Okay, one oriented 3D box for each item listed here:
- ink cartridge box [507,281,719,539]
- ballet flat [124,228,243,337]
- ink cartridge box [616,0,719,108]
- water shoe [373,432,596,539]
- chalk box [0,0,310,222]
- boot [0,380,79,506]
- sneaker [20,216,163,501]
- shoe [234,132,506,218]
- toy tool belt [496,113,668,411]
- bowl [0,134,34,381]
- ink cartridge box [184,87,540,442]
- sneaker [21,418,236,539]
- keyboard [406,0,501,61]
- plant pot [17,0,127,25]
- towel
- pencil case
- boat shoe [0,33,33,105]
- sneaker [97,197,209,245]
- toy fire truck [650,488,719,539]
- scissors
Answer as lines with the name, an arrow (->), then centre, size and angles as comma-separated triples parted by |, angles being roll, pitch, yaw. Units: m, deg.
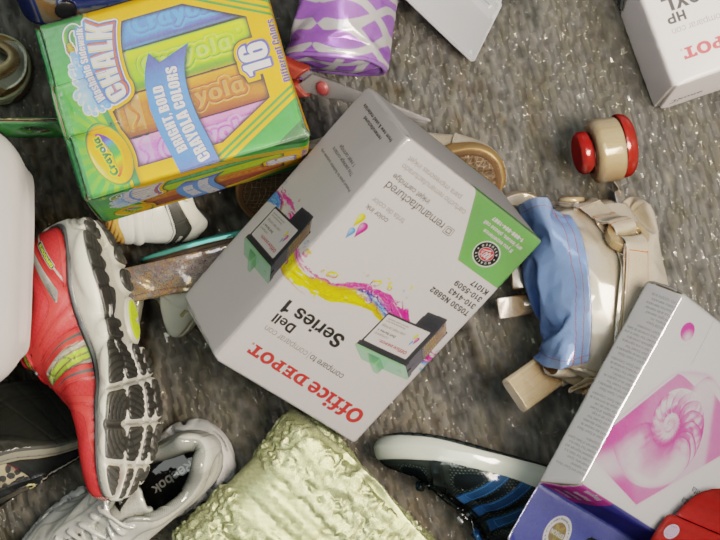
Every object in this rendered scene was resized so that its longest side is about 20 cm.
ink cartridge box -> 0.217, 0.138, 1.245 | 0.196, 0.043, 0.201 | 33, 83, -39
ballet flat -> -0.157, 0.020, 1.310 | 0.199, 0.068, 0.068 | -12, 89, 9
ink cartridge box -> 0.256, -0.239, 1.322 | 0.144, 0.084, 0.201 | -19, 85, -1
water shoe -> 0.100, 0.170, 1.286 | 0.199, 0.072, 0.079 | 15, 86, 2
chalk box -> -0.145, -0.110, 1.220 | 0.199, 0.125, 0.125 | -17, 86, -2
boot -> -0.275, 0.168, 1.283 | 0.073, 0.203, 0.154 | 39, 128, 31
sneaker -> -0.194, 0.065, 1.250 | 0.084, 0.077, 0.201 | -17, 74, 20
shoe -> 0.008, -0.067, 1.326 | 0.199, 0.053, 0.070 | -3, 116, 4
toy tool belt -> 0.148, -0.007, 1.280 | 0.122, 0.125, 0.201 | -8, 83, -9
bowl -> -0.286, -0.002, 1.261 | 0.074, 0.200, 0.201 | 4, 82, -32
ink cartridge box -> 0.000, 0.000, 1.241 | 0.145, 0.084, 0.200 | 34, 104, -35
sneaker -> -0.178, 0.178, 1.282 | 0.200, 0.081, 0.075 | -41, 87, -2
keyboard -> 0.030, -0.233, 1.300 | 0.200, 0.011, 0.056 | 40, 71, -30
plant pot -> -0.172, -0.290, 1.246 | 0.199, 0.200, 0.181 | -8, 58, 1
towel -> -0.024, 0.213, 1.291 | 0.200, 0.036, 0.148 | 45, 82, -4
pencil case -> -0.011, -0.241, 1.326 | 0.085, 0.084, 0.201 | 2, 81, 32
boat shoe -> -0.344, -0.159, 1.320 | 0.199, 0.076, 0.072 | -2, 84, 0
sneaker -> -0.142, -0.116, 1.327 | 0.087, 0.076, 0.201 | 6, 86, -15
toy fire truck -> 0.299, 0.208, 1.234 | 0.200, 0.128, 0.176 | -51, 128, -17
scissors -> -0.037, -0.139, 1.284 | 0.014, 0.199, 0.074 | -34, 120, -42
